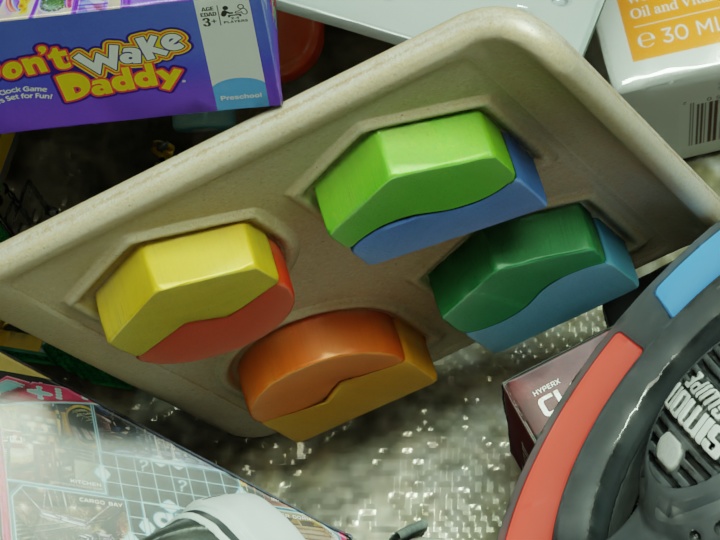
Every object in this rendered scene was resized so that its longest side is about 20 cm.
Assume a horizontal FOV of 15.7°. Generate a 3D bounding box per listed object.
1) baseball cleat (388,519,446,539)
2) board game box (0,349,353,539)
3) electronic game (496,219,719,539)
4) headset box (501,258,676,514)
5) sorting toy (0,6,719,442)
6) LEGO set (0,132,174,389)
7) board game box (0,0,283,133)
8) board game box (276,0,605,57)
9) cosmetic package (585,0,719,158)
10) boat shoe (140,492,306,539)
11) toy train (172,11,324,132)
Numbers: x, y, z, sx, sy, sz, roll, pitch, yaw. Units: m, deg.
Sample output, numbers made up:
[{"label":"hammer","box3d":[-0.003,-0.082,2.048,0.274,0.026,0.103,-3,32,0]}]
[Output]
[{"label":"baseball cleat","box3d":[0.066,0.161,0.772,0.070,0.106,0.200,-35,70,-29]},{"label":"board game box","box3d":[-0.121,0.098,0.822,0.200,0.035,0.136,29,74,-5]},{"label":"electronic game","box3d":[0.107,0.044,0.699,0.042,0.200,0.200,38,74,-21]},{"label":"headset box","box3d":[0.145,0.077,0.813,0.148,0.075,0.200,-28,69,-6]},{"label":"sorting toy","box3d":[0.000,0.000,0.774,0.200,0.185,0.037,-21,65,19]},{"label":"LEGO set","box3d":[-0.130,-0.055,0.845,0.154,0.200,0.116,4,64,28]},{"label":"board game box","box3d":[-0.094,-0.128,0.738,0.134,0.045,0.200,-6,52,2]},{"label":"board game box","box3d":[-0.003,-0.150,0.808,0.200,0.026,0.200,17,55,9]},{"label":"cosmetic package","box3d":[0.113,-0.146,0.906,0.101,0.071,0.200,-13,68,1]},{"label":"boat shoe","box3d":[-0.008,0.154,0.757,0.071,0.072,0.200,-25,58,-36]},{"label":"toy train","box3d":[-0.021,-0.149,0.899,0.150,0.056,0.200,0,88,4]}]
